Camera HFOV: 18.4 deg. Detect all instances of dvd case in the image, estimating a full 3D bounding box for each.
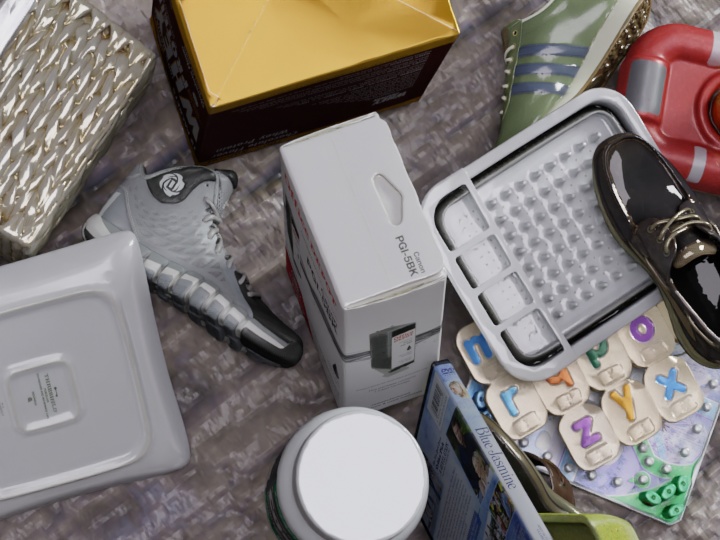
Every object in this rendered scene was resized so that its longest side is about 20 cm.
[{"bbox_3d":[0.087,0.185,1.647,0.017,0.143,0.201,-11,47,-22],"label":"dvd case"}]

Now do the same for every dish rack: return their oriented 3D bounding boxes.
[{"bbox_3d":[0.157,-0.027,1.736,0.199,0.044,0.172,-32,91,-12],"label":"dish rack"}]

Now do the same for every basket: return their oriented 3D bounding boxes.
[{"bbox_3d":[-0.257,-0.112,1.707,0.123,0.136,0.201,34,78,-4],"label":"basket"}]

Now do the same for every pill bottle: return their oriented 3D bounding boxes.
[{"bbox_3d":[-0.010,0.161,1.650,0.112,0.200,0.114,1,79,-6],"label":"pill bottle"}]

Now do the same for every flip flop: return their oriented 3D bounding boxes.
[{"bbox_3d":[0.140,0.182,1.735,0.200,0.081,0.058,40,35,-9],"label":"flip flop"}]

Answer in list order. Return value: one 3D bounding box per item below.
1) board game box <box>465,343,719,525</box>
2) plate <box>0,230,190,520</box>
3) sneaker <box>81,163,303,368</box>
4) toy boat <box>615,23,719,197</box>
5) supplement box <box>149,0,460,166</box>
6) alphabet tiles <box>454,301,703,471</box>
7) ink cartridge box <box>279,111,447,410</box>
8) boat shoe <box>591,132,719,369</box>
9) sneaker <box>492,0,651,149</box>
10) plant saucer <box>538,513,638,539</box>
[{"bbox_3d":[0.199,0.074,1.780,0.198,0.026,0.201,23,78,-2],"label":"board game box"},{"bbox_3d":[-0.241,0.090,1.677,0.198,0.032,0.201,-15,111,-9],"label":"plate"},{"bbox_3d":[-0.109,-0.018,1.737,0.199,0.075,0.116,33,76,1],"label":"sneaker"},{"bbox_3d":[0.307,-0.130,1.773,0.198,0.131,0.132,12,79,-7],"label":"toy boat"},{"bbox_3d":[-0.050,-0.188,1.708,0.196,0.200,0.134,-17,82,-9],"label":"supplement box"},{"bbox_3d":[0.178,0.048,1.761,0.199,0.015,0.197,-28,84,-11],"label":"alphabet tiles"},{"bbox_3d":[0.000,0.000,1.665,0.082,0.200,0.148,-18,64,-9],"label":"ink cartridge box"},{"bbox_3d":[0.248,-0.020,1.695,0.074,0.073,0.201,-33,92,-13],"label":"boat shoe"},{"bbox_3d":[0.145,-0.161,1.802,0.090,0.067,0.201,35,85,19],"label":"sneaker"},{"bbox_3d":[0.175,0.257,1.645,0.048,0.199,0.201,-29,98,-25],"label":"plant saucer"}]
